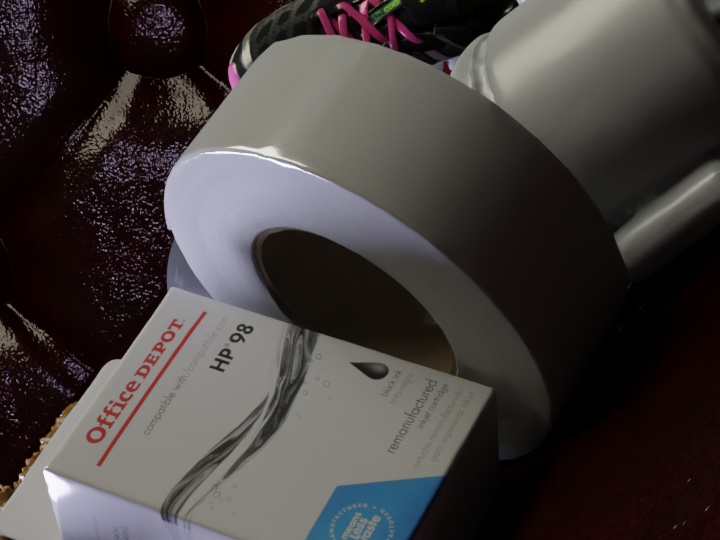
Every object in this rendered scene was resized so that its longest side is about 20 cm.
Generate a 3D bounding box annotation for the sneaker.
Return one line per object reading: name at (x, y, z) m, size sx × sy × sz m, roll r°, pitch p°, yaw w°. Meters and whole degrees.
sneaker at (0.020, -0.143, 1.311) m, size 0.199 × 0.074 × 0.088 m, roll -17°, pitch -16°, yaw -22°

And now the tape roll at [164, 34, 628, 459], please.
tape roll at (0.014, -0.008, 1.013) m, size 0.071 × 0.202 × 0.202 m, roll -54°, pitch 8°, yaw -24°

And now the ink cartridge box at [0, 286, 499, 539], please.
ink cartridge box at (-0.053, 0.082, 0.992) m, size 0.116 × 0.199 × 0.067 m, roll -57°, pitch -26°, yaw -37°

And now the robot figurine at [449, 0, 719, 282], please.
robot figurine at (0.116, -0.080, 1.021) m, size 0.199 × 0.113 × 0.171 m, roll -35°, pitch 52°, yaw 30°

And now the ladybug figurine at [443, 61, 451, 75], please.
ladybug figurine at (0.085, -0.150, 1.442) m, size 0.199 × 0.137 × 0.072 m, roll -13°, pitch -14°, yaw -42°

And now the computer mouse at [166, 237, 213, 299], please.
computer mouse at (-0.085, 0.011, 1.268) m, size 0.200 × 0.046 × 0.141 m, roll -94°, pitch 13°, yaw -61°

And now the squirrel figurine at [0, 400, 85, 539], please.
squirrel figurine at (-0.112, 0.167, 1.097) m, size 0.187 × 0.140 × 0.201 m, roll 92°, pitch 169°, yaw -49°
